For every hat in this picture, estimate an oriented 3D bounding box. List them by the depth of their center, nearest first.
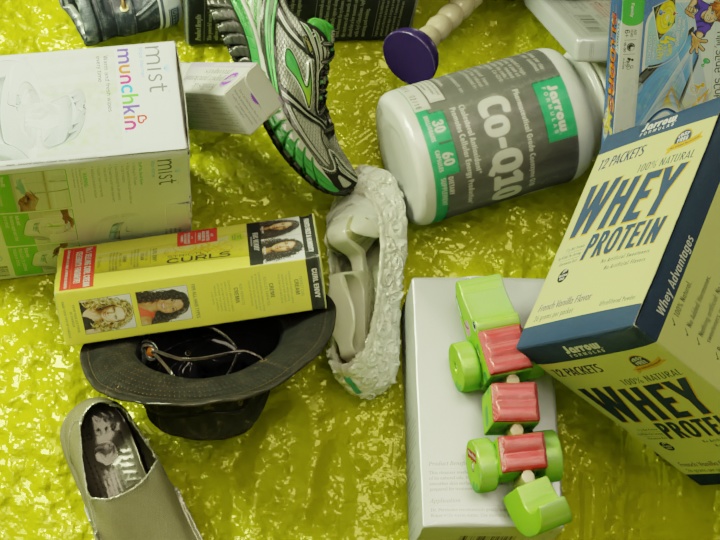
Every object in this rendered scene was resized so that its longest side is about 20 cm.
[{"bbox_3d":[-0.108,0.078,1.191,0.199,0.081,0.201,-7,26,3],"label":"hat"}]

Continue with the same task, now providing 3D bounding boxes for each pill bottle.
[{"bbox_3d":[0.121,-0.116,1.286,0.199,0.113,0.114,-18,70,-12],"label":"pill bottle"}]

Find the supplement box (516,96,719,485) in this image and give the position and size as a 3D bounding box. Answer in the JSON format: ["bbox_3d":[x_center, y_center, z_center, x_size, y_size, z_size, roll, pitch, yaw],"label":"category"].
[{"bbox_3d":[0.256,0.019,1.144,0.199,0.134,0.201,36,65,-21],"label":"supplement box"}]

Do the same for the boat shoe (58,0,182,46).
[{"bbox_3d":[-0.228,-0.288,1.343,0.090,0.071,0.201,-19,73,-17],"label":"boat shoe"}]

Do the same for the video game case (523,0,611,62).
[{"bbox_3d":[0.244,-0.209,1.316,0.180,0.200,0.023,-1,112,-6],"label":"video game case"}]

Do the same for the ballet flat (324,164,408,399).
[{"bbox_3d":[0.000,0.000,1.243,0.071,0.072,0.202,0,68,-6],"label":"ballet flat"}]

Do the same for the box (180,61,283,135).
[{"bbox_3d":[-0.128,-0.137,1.234,0.039,0.200,0.042,-44,115,-19],"label":"box"}]

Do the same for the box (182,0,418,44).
[{"bbox_3d":[-0.056,-0.284,1.341,0.198,0.107,0.150,-2,68,-7],"label":"box"}]

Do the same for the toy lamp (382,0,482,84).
[{"bbox_3d":[0.092,-0.233,1.344,0.058,0.058,0.200,35,51,9],"label":"toy lamp"}]

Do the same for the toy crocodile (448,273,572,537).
[{"bbox_3d":[0.108,0.095,1.140,0.067,0.062,0.201,-5,68,-10],"label":"toy crocodile"}]

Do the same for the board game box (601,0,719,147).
[{"bbox_3d":[0.258,-0.122,1.226,0.134,0.201,0.035,-3,24,-6],"label":"board game box"}]

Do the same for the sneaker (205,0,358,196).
[{"bbox_3d":[-0.049,-0.152,1.240,0.085,0.078,0.201,-25,96,0],"label":"sneaker"}]

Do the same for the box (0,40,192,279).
[{"bbox_3d":[-0.217,-0.076,1.189,0.175,0.200,0.097,-7,68,-8],"label":"box"}]

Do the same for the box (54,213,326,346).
[{"bbox_3d":[-0.127,0.006,1.190,0.198,0.050,0.075,-8,30,-1],"label":"box"}]

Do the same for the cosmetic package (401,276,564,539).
[{"bbox_3d":[0.091,0.109,1.210,0.112,0.081,0.201,2,66,-5],"label":"cosmetic package"}]

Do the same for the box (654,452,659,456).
[{"bbox_3d":[0.289,0.036,1.278,0.199,0.044,0.161,-23,71,-14],"label":"box"}]

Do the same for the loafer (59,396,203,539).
[{"bbox_3d":[-0.168,0.179,1.160,0.075,0.068,0.201,-28,73,-16],"label":"loafer"}]
